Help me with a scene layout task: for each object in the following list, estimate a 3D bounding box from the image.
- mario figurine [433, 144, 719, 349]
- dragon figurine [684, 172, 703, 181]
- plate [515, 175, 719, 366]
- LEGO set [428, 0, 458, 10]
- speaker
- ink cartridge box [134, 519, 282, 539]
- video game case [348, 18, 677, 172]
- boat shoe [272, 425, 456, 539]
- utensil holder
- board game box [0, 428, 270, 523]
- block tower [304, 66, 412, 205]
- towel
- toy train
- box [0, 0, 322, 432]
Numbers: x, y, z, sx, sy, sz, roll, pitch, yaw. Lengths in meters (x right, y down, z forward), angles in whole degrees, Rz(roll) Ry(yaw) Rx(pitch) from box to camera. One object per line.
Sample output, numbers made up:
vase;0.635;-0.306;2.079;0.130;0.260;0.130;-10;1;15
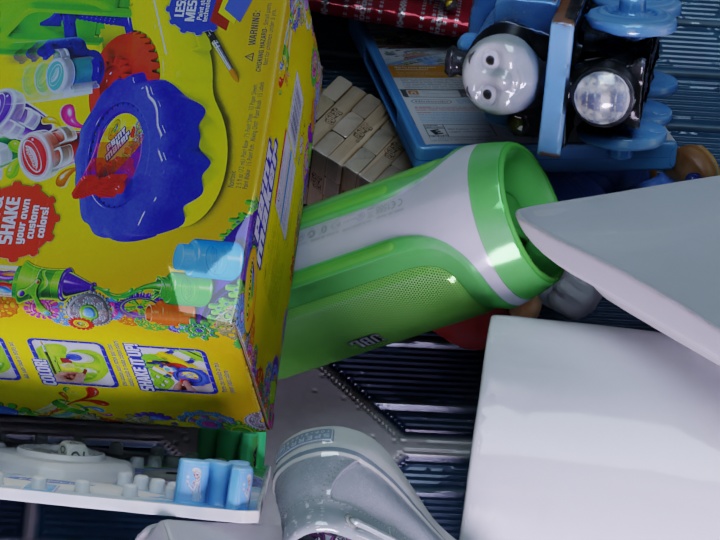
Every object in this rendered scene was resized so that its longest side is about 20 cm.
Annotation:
mario figurine;0.101;-0.033;1.401;0.199;0.123;0.106;-30;100;-31
dragon figurine;0.227;0.037;1.369;0.059;0.100;0.200;-36;68;-27
plate;0.204;0.011;1.250;0.199;0.033;0.200;-9;30;-41
LEGO set;-0.002;-0.183;1.433;0.153;0.116;0.200;-20;10;10
speaker;0.000;0.000;1.316;0.199;0.088;0.089;-19;48;25
ink cartridge box;-0.061;0.231;1.161;0.084;0.146;0.201;6;49;-33
video game case;0.080;-0.103;1.454;0.142;0.018;0.200;-2;27;-11
boat shoe;0.023;0.155;1.171;0.070;0.201;0.072;-24;37;24
utensil holder;0.150;0.111;1.268;0.199;0.170;0.171;9;53;4
board game box;-0.144;0.087;1.254;0.199;0.200;0.026;6;92;-1
block tower;-0.037;-0.083;1.464;0.199;0.054;0.058;33;58;18
towel;0.001;-0.173;1.521;0.199;0.023;0.145;9;27;1
toy train;0.108;-0.114;1.357;0.113;0.087;0.200;6;19;8
box;-0.129;-0.043;1.244;0.191;0.122;0.201;3;63;8
